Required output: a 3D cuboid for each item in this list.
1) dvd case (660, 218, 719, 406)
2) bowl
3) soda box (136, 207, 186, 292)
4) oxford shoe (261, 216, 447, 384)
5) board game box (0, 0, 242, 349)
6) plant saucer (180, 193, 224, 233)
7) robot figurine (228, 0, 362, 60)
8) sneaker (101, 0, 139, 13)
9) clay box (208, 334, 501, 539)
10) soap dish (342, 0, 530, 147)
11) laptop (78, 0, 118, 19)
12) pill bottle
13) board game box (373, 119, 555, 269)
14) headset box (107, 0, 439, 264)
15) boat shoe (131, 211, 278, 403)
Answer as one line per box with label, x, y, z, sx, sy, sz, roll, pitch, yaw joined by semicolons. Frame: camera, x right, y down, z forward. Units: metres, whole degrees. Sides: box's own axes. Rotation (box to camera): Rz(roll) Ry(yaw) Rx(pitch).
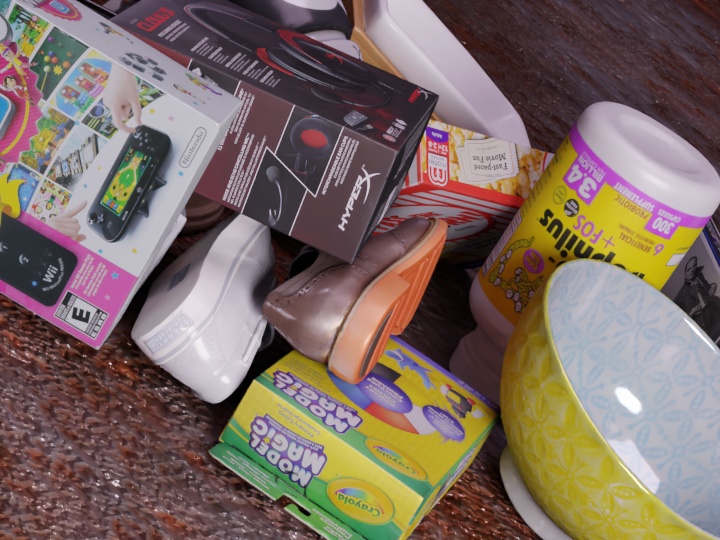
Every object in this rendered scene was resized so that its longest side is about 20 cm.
dvd case;0.192;0.040;1.534;0.025;0.151;0.200;29;21;-18
bowl;0.146;0.104;1.366;0.199;0.108;0.201;32;34;-25
soda box;-0.196;-0.067;1.312;0.199;0.064;0.068;34;11;-14
oxford shoe;0.000;0.000;1.351;0.072;0.072;0.200;25;19;8
board game box;-0.185;-0.074;1.214;0.199;0.148;0.064;31;20;-1
plant saucer;-0.171;-0.094;1.495;0.199;0.030;0.200;27;21;-11
robot figurine;-0.074;-0.173;1.538;0.149;0.125;0.201;-17;79;-33
sneaker;-0.102;-0.133;1.614;0.199;0.077;0.082;16;33;-35
clay box;0.000;0.090;1.302;0.115;0.048;0.200;34;20;7
soap dish;0.043;-0.126;1.718;0.200;0.081;0.158;47;16;-21
laptop;-0.215;-0.125;1.449;0.186;0.117;0.200;26;-7;-15
pill bottle;0.138;0.000;1.478;0.104;0.201;0.104;27;22;-12
board game box;0.057;-0.049;1.558;0.199;0.151;0.047;11;72;-42
headset box;-0.068;-0.094;1.336;0.199;0.075;0.149;25;19;4
boat shoe;-0.076;0.018;1.338;0.069;0.072;0.200;51;12;-11
